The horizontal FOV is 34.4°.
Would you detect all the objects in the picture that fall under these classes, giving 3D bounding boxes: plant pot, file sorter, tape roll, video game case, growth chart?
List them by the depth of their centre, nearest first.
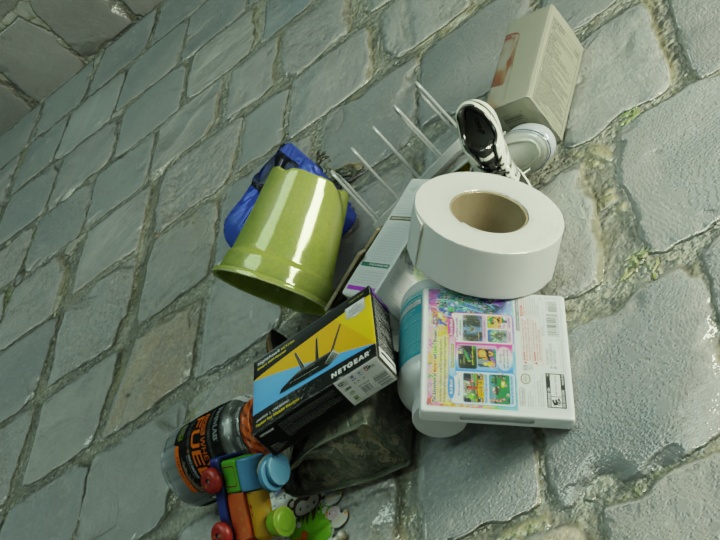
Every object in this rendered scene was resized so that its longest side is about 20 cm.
[{"bbox_3d":[0.162,0.102,1.402,0.179,0.024,0.202,3,44,2],"label":"video game case"},{"bbox_3d":[0.160,-0.048,1.506,0.204,0.199,0.072,-101,16,-54],"label":"tape roll"},{"bbox_3d":[-0.085,0.329,1.569,0.144,0.018,0.201,-42,32,9],"label":"growth chart"},{"bbox_3d":[-0.106,-0.051,1.782,0.199,0.199,0.187,5,73,53],"label":"plant pot"},{"bbox_3d":[0.064,-0.171,1.794,0.200,0.125,0.139,-45,-6,5],"label":"file sorter"}]

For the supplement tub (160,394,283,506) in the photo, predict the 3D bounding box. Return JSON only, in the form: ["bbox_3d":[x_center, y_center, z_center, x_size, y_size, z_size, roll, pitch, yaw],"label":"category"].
[{"bbox_3d":[-0.185,0.254,1.663,0.199,0.122,0.124,-31,33,37],"label":"supplement tub"}]

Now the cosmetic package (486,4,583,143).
[{"bbox_3d":[0.262,-0.286,1.750,0.086,0.103,0.202,-15,42,40],"label":"cosmetic package"}]

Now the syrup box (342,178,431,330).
[{"bbox_3d":[0.067,-0.023,1.618,0.081,0.079,0.201,9,62,54],"label":"syrup box"}]

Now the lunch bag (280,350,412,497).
[{"bbox_3d":[-0.030,0.198,1.551,0.199,0.117,0.165,-29,34,32],"label":"lunch bag"}]

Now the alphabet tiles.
[{"bbox_3d":[0.000,0.000,1.714,0.168,0.006,0.200,-59,-8,16],"label":"alphabet tiles"}]

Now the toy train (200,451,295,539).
[{"bbox_3d":[-0.129,0.335,1.509,0.115,0.084,0.203,-16,84,41],"label":"toy train"}]

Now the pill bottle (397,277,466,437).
[{"bbox_3d":[0.102,0.112,1.486,0.110,0.111,0.202,-29,35,28],"label":"pill bottle"}]

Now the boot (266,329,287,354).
[{"bbox_3d":[-0.124,0.167,1.759,0.076,0.073,0.201,-47,31,20],"label":"boot"}]

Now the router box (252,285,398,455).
[{"bbox_3d":[-0.049,0.128,1.492,0.199,0.051,0.150,-34,30,17],"label":"router box"}]

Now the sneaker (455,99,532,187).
[{"bbox_3d":[0.179,-0.142,1.606,0.075,0.202,0.088,-28,-8,15],"label":"sneaker"}]

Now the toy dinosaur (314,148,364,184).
[{"bbox_3d":[-0.081,-0.160,2.100,0.199,0.047,0.089,-35,39,27],"label":"toy dinosaur"}]

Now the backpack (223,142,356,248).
[{"bbox_3d":[-0.123,-0.081,1.945,0.200,0.163,0.168,-46,46,-2],"label":"backpack"}]

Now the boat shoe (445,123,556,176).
[{"bbox_3d":[0.190,-0.150,1.688,0.200,0.075,0.086,-15,20,46],"label":"boat shoe"}]
